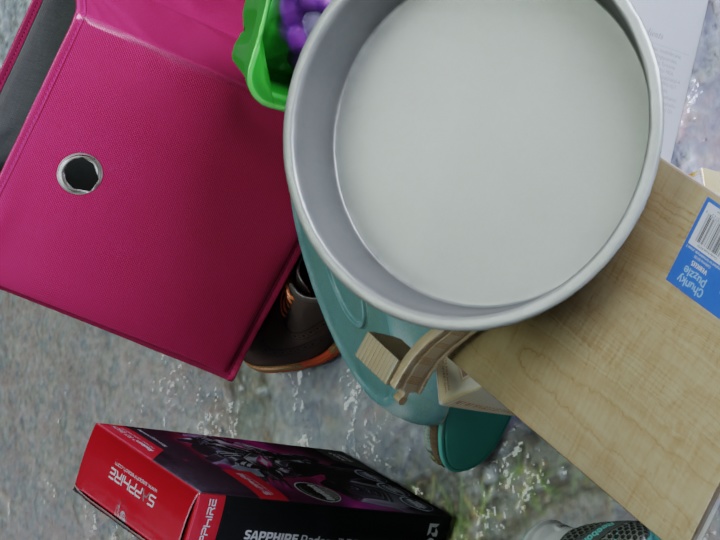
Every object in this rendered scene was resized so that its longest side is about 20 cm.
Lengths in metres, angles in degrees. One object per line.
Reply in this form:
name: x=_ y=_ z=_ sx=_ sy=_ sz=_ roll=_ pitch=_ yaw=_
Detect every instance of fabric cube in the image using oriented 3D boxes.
fabric cube: x=-0.139 y=-0.080 z=1.534 sx=0.196 sy=0.199 sz=0.200 roll=-60 pitch=19 yaw=19

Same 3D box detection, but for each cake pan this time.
cake pan: x=0.058 y=-0.069 z=1.147 sx=0.200 sy=0.037 sz=0.201 roll=-2 pitch=84 yaw=25

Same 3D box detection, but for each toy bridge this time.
toy bridge: x=0.064 y=-0.018 z=1.187 sx=0.067 sy=0.027 sz=0.200 roll=41 pitch=110 yaw=45

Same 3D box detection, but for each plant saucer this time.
plant saucer: x=0.000 y=0.000 z=1.359 sx=0.200 sy=0.027 sz=0.200 roll=160 pitch=90 yaw=-76

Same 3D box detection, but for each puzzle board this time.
puzzle board: x=0.131 y=0.023 z=1.131 sx=0.200 sy=0.017 sz=0.151 roll=40 pitch=110 yaw=46

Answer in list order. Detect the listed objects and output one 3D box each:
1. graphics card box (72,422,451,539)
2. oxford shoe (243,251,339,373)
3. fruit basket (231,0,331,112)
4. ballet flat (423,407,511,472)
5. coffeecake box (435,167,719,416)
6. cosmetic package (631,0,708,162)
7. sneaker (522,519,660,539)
graphics card box: x=-0.058 y=0.143 z=1.427 sx=0.125 sy=0.200 sz=0.051 roll=25 pitch=101 yaw=51
oxford shoe: x=-0.029 y=0.010 z=1.526 sx=0.200 sy=0.072 sz=0.071 roll=-34 pitch=56 yaw=40
fruit basket: x=0.048 y=-0.141 z=1.258 sx=0.216 sy=0.215 sz=0.156 roll=17 pitch=93 yaw=51
ballet flat: x=0.064 y=0.030 z=1.372 sx=0.071 sy=0.069 sz=0.200 roll=49 pitch=146 yaw=34
coffeecake box: x=0.160 y=0.021 z=1.230 sx=0.200 sy=0.153 sz=0.073 roll=-24 pitch=63 yaw=45
cosmetic package: x=0.135 y=-0.114 z=1.362 sx=0.102 sy=0.074 sz=0.200 roll=16 pitch=91 yaw=50
sneaker: x=0.143 y=0.227 z=1.268 sx=0.091 sy=0.078 sz=0.200 roll=-19 pitch=72 yaw=33
